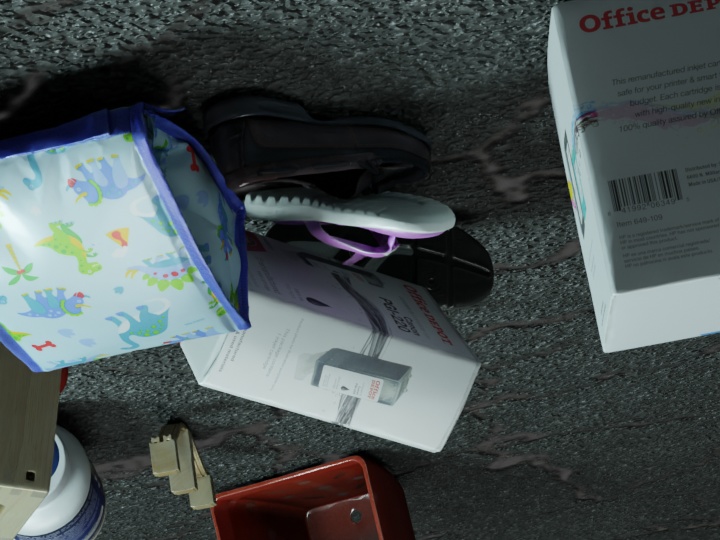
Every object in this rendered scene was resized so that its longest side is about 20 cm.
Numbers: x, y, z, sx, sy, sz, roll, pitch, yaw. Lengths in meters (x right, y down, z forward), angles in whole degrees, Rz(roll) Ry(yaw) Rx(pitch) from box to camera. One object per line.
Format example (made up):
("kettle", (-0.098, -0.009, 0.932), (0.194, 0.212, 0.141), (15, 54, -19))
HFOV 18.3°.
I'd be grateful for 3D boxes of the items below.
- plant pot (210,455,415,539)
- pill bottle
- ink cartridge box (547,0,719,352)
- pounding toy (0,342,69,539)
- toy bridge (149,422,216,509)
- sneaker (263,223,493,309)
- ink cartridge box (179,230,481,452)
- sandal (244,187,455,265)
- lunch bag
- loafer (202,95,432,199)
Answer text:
("plant pot", (-0.028, 0.327, 2.553), (0.199, 0.201, 0.176), (-17, 172, 21))
("pill bottle", (-0.310, 0.208, 2.157), (0.110, 0.112, 0.200), (-9, 162, -2))
("ink cartridge box", (0.212, -0.071, 1.462), (0.146, 0.201, 0.146), (-10, 163, 1))
("pounding toy", (-0.295, 0.117, 1.828), (0.141, 0.185, 0.200), (10, 156, -17))
("toy bridge", (-0.179, 0.190, 2.238), (0.027, 0.068, 0.200), (-11, 163, 5))
("sneaker", (0.000, 0.000, 1.792), (0.199, 0.076, 0.115), (6, 166, -20))
("ink cartridge box", (-0.029, 0.048, 1.648), (0.199, 0.146, 0.085), (19, 106, -24))
("sandal", (-0.004, -0.030, 1.595), (0.082, 0.050, 0.202), (-9, -168, -37))
("lunch bag", (-0.183, -0.034, 1.485), (0.169, 0.128, 0.200), (-14, 150, 13))
("loafer", (-0.027, -0.072, 1.551), (0.199, 0.063, 0.072), (9, 155, -43))
